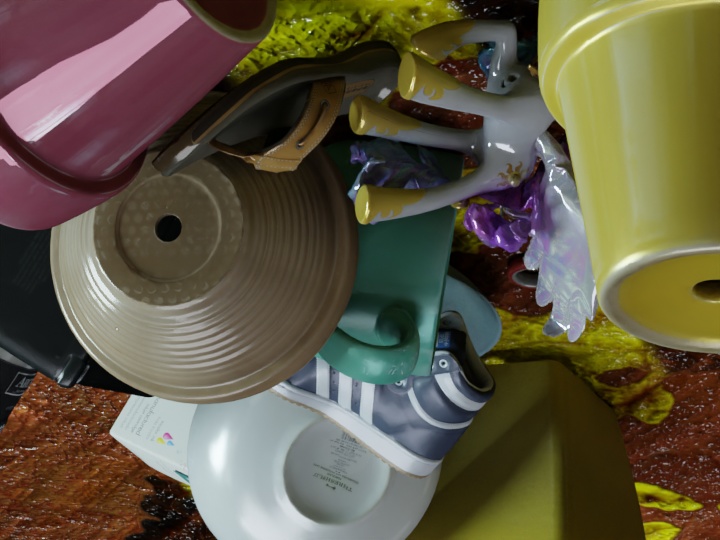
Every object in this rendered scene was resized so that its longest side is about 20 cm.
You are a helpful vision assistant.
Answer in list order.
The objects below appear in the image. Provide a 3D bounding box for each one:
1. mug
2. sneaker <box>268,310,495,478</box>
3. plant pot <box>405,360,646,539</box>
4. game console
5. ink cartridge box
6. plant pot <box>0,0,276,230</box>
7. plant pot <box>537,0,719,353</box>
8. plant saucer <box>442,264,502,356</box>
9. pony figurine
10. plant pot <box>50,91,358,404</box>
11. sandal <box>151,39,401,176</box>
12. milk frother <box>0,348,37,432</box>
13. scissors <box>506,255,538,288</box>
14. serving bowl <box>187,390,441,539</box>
[{"bbox_3d":[0.002,-0.010,1.587,0.114,0.153,0.185,9,-177,3],"label":"mug"},{"bbox_3d":[0.003,0.057,1.686,0.200,0.070,0.109,34,119,-18],"label":"sneaker"},{"bbox_3d":[0.117,0.179,1.919,0.199,0.177,0.200,-6,156,27],"label":"plant pot"},{"bbox_3d":[-0.166,-0.027,1.628,0.175,0.201,0.116,32,-171,-3],"label":"game console"},{"bbox_3d":[-0.084,0.125,1.871,0.199,0.117,0.067,20,163,35],"label":"ink cartridge box"},{"bbox_3d":[-0.154,-0.147,1.355,0.178,0.201,0.200,-26,140,26],"label":"plant pot"},{"bbox_3d":[0.188,-0.068,1.238,0.200,0.190,0.201,4,155,2],"label":"plant pot"},{"bbox_3d":[0.010,0.018,1.791,0.200,0.039,0.201,7,155,4],"label":"plant saucer"},{"bbox_3d":[0.093,-0.073,1.458,0.199,0.167,0.194,-1,133,-24],"label":"pony figurine"},{"bbox_3d":[-0.107,-0.020,1.490,0.200,0.202,0.093,3,172,12],"label":"plant pot"},{"bbox_3d":[-0.040,-0.089,1.451,0.200,0.055,0.082,-19,164,-47],"label":"sandal"},{"bbox_3d":[-0.302,-0.001,1.711,0.200,0.189,0.181,33,-175,-12],"label":"milk frother"},{"bbox_3d":[0.174,-0.019,1.699,0.073,0.014,0.200,21,150,-19],"label":"scissors"},{"bbox_3d":[-0.026,0.140,1.775,0.199,0.201,0.066,18,-176,-19],"label":"serving bowl"}]
